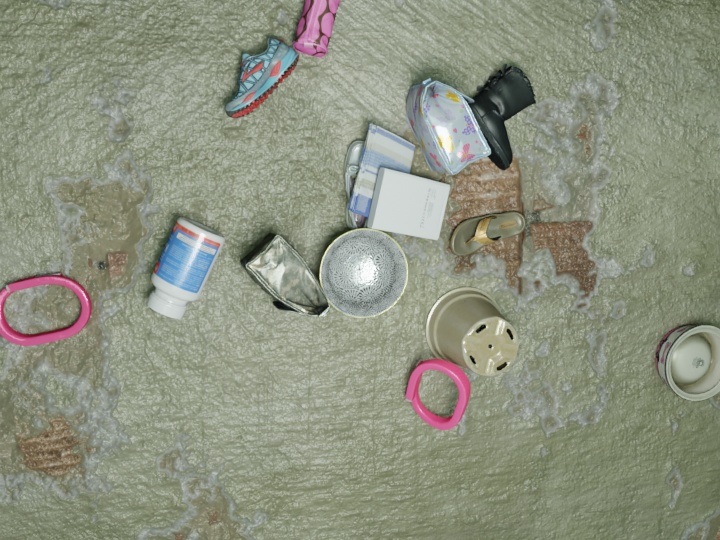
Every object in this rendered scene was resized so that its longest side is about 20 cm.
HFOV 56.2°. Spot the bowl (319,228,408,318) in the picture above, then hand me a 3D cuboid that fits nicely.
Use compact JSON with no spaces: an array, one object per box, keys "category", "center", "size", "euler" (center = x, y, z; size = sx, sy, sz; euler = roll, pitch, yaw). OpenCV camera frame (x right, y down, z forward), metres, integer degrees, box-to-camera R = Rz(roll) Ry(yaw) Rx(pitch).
[{"category":"bowl","center":[0.000,0.000,1.528],"size":[0.199,0.094,0.203],"euler":[-2,99,-11]}]

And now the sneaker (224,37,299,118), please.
[{"category":"sneaker","center":[-0.226,-0.412,1.435],"size":[0.096,0.079,0.200],"euler":[44,81,-5]}]

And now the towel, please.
[{"category":"towel","center":[0.049,-0.209,1.499],"size":[0.146,0.024,0.202],"euler":[16,87,-41]}]

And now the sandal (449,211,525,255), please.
[{"category":"sandal","center":[0.304,-0.091,1.591],"size":[0.198,0.054,0.081],"euler":[-17,102,-8]}]

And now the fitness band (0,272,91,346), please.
[{"category":"fitness band","center":[-0.680,0.084,1.441],"size":[0.198,0.037,0.145],"euler":[-12,102,-8]}]

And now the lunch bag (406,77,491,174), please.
[{"category":"lunch bag","center":[0.181,-0.323,1.470],"size":[0.127,0.170,0.201],"euler":[-31,103,-3]}]

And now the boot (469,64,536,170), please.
[{"category":"boot","center":[0.335,-0.354,1.548],"size":[0.162,0.073,0.199],"euler":[-39,103,-6]}]

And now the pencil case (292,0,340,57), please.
[{"category":"pencil case","center":[-0.084,-0.557,1.420],"size":[0.090,0.094,0.202],"euler":[13,97,-13]}]

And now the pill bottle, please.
[{"category":"pill bottle","center":[-0.380,-0.004,1.445],"size":[0.112,0.112,0.201],"euler":[25,93,-14]}]

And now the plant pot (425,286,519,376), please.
[{"category":"plant pot","center":[0.269,0.153,1.559],"size":[0.199,0.183,0.202],"euler":[-2,100,-10]}]

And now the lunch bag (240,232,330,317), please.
[{"category":"lunch bag","center":[-0.157,0.024,1.465],"size":[0.118,0.164,0.200],"euler":[-45,104,-6]}]

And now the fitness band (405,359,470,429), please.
[{"category":"fitness band","center":[0.180,0.288,1.573],"size":[0.143,0.037,0.201],"euler":[27,131,21]}]

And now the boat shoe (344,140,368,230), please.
[{"category":"boat shoe","center":[0.000,-0.188,1.511],"size":[0.074,0.065,0.204],"euler":[4,99,-11]}]

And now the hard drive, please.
[{"category":"hard drive","center":[0.111,-0.147,1.518],"size":[0.199,0.027,0.133],"euler":[7,98,-38]}]

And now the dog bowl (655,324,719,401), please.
[{"category":"dog bowl","center":[0.855,0.231,1.741],"size":[0.198,0.074,0.202],"euler":[-2,99,-11]}]
